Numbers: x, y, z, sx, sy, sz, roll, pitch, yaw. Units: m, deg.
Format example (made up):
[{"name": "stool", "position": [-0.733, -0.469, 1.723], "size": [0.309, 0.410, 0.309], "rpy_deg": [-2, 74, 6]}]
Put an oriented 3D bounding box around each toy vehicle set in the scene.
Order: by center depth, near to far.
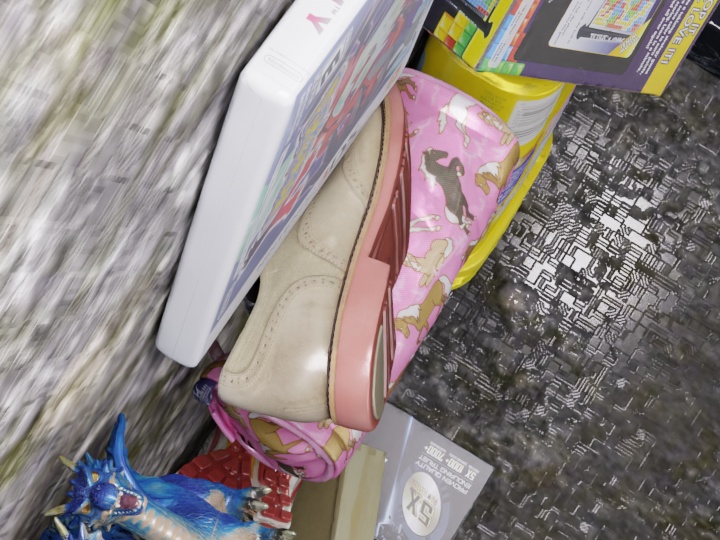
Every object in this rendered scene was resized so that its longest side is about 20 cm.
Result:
[{"name": "toy vehicle set", "position": [-0.058, 0.185, 1.297], "size": [0.200, 0.026, 0.125], "rpy_deg": [-26, -132, 52]}]

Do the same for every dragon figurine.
[{"name": "dragon figurine", "position": [-0.088, 0.096, 0.846], "size": [0.059, 0.099, 0.200], "rpy_deg": [-60, -165, 2]}]

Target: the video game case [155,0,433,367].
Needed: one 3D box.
[{"name": "video game case", "position": [-0.009, -0.075, 0.803], "size": [0.182, 0.023, 0.200], "rpy_deg": [-56, 175, -31]}]

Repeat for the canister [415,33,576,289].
[{"name": "canister", "position": [0.073, -0.098, 1.197], "size": [0.149, 0.086, 0.200], "rpy_deg": [-56, 174, -33]}]

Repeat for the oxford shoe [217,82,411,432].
[{"name": "oxford shoe", "position": [-0.018, -0.016, 0.913], "size": [0.200, 0.074, 0.071], "rpy_deg": [-80, 169, -50]}]

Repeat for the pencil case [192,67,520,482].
[{"name": "pencil case", "position": [0.000, 0.000, 1.014], "size": [0.200, 0.086, 0.083], "rpy_deg": [-58, 179, -16]}]

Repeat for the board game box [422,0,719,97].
[{"name": "board game box", "position": [0.132, -0.184, 0.997], "size": [0.165, 0.057, 0.200], "rpy_deg": [1, 126, -52]}]

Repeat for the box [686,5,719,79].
[{"name": "box", "position": [0.323, -0.285, 2.042], "size": [0.118, 0.200, 0.197], "rpy_deg": [-58, 175, -2]}]

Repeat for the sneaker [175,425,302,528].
[{"name": "sneaker", "position": [-0.073, 0.138, 1.225], "size": [0.200, 0.078, 0.082], "rpy_deg": [-55, 176, -41]}]

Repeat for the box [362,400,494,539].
[{"name": "box", "position": [0.002, 0.134, 1.500], "size": [0.086, 0.163, 0.200], "rpy_deg": [-58, 177, -4]}]
